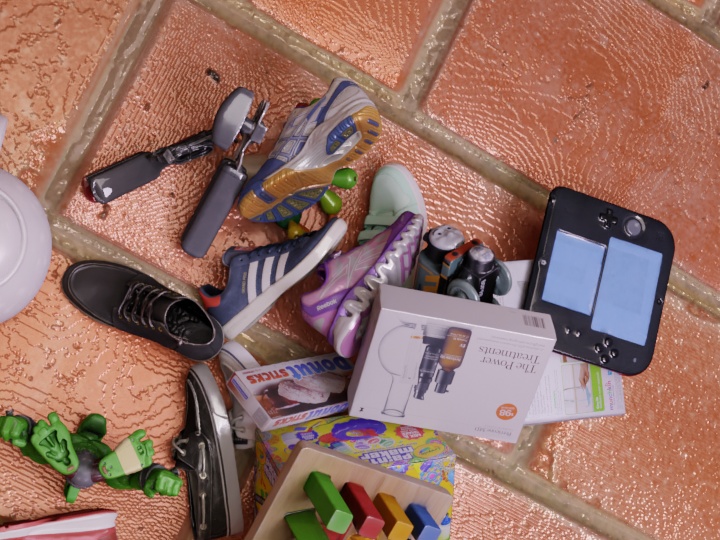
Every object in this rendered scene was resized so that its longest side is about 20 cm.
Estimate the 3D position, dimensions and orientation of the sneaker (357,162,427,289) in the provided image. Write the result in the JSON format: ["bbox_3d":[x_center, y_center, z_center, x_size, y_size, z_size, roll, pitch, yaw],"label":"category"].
[{"bbox_3d":[0.018,-0.033,1.611,0.118,0.073,0.202,5,83,-52],"label":"sneaker"}]

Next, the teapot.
[{"bbox_3d":[-0.420,-0.035,1.452,0.197,0.146,0.201,-32,93,-19],"label":"teapot"}]

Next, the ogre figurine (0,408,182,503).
[{"bbox_3d":[-0.302,0.203,1.477,0.198,0.120,0.099,2,79,-20],"label":"ogre figurine"}]

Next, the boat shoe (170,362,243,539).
[{"bbox_3d":[-0.181,0.208,1.543,0.063,0.071,0.202,-10,89,-20],"label":"boat shoe"}]

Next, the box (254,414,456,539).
[{"bbox_3d":[-0.010,0.276,1.526,0.198,0.122,0.194,-6,115,-19],"label":"box"}]

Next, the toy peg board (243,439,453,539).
[{"bbox_3d":[-0.014,0.310,1.414,0.198,0.098,0.201,23,103,-27],"label":"toy peg board"}]

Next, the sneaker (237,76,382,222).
[{"bbox_3d":[-0.064,-0.137,1.547,0.199,0.075,0.088,-37,54,14],"label":"sneaker"}]

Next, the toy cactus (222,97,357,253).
[{"bbox_3d":[-0.083,-0.110,1.609,0.163,0.102,0.202,5,91,-8],"label":"toy cactus"}]

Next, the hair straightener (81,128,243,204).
[{"bbox_3d":[-0.220,-0.124,1.566,0.199,0.077,0.041,-22,105,-22],"label":"hair straightener"}]

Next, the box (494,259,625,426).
[{"bbox_3d":[0.222,0.088,1.677,0.175,0.097,0.202,-5,85,-19],"label":"box"}]

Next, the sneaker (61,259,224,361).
[{"bbox_3d":[-0.243,0.033,1.511,0.199,0.106,0.075,23,78,0],"label":"sneaker"}]

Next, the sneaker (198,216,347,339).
[{"bbox_3d":[-0.107,-0.010,1.557,0.200,0.075,0.085,-40,87,14],"label":"sneaker"}]

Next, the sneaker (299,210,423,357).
[{"bbox_3d":[0.000,0.000,1.529,0.088,0.081,0.201,26,59,19],"label":"sneaker"}]

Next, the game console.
[{"bbox_3d":[0.290,0.015,1.646,0.176,0.031,0.202,19,76,-17],"label":"game console"}]

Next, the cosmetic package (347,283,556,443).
[{"bbox_3d":[0.098,0.105,1.494,0.198,0.052,0.152,10,124,-9],"label":"cosmetic package"}]

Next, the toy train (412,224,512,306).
[{"bbox_3d":[0.105,0.041,1.564,0.114,0.201,0.085,36,49,29],"label":"toy train"}]

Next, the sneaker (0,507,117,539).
[{"bbox_3d":[-0.356,0.329,1.468,0.198,0.078,0.117,-7,85,-18],"label":"sneaker"}]

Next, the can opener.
[{"bbox_3d":[-0.165,-0.115,1.558,0.067,0.053,0.201,27,101,-15],"label":"can opener"}]

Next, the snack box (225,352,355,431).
[{"bbox_3d":[-0.064,0.136,1.542,0.072,0.024,0.199,49,29,22],"label":"snack box"}]

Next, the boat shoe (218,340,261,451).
[{"bbox_3d":[-0.120,0.180,1.570,0.070,0.071,0.201,-33,101,-22],"label":"boat shoe"}]
